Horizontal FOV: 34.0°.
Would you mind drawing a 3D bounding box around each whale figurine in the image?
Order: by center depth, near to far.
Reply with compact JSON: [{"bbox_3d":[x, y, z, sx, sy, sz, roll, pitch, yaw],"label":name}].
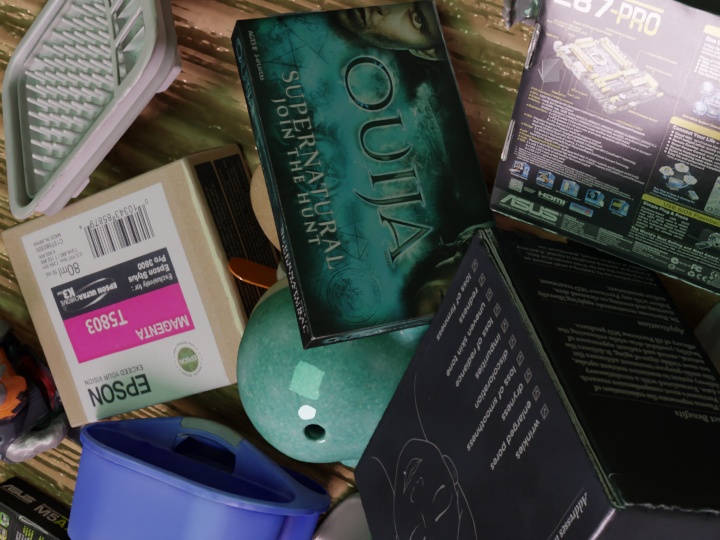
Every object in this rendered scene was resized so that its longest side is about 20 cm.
[{"bbox_3d":[0.015,0.082,0.757,0.198,0.104,0.160,23,127,-3],"label":"whale figurine"}]

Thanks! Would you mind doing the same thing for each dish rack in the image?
[{"bbox_3d":[-0.193,-0.145,0.849,0.200,0.043,0.173,-42,48,31],"label":"dish rack"}]

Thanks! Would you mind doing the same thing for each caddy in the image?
[{"bbox_3d":[-0.118,0.162,0.865,0.198,0.141,0.107,16,93,24],"label":"caddy"}]

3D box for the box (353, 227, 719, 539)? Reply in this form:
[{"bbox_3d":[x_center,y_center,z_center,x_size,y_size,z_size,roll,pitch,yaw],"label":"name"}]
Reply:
[{"bbox_3d":[0.102,0.122,0.635,0.198,0.122,0.202,-107,35,-49],"label":"box"}]

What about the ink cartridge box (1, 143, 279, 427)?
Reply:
[{"bbox_3d":[-0.158,0.015,0.889,0.198,0.075,0.167,-18,94,31],"label":"ink cartridge box"}]

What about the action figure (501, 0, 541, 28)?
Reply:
[{"bbox_3d":[0.158,-0.196,0.643,0.132,0.150,0.202,13,136,9],"label":"action figure"}]

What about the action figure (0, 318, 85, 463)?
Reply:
[{"bbox_3d":[-0.313,0.084,0.959,0.199,0.104,0.195,39,155,27],"label":"action figure"}]

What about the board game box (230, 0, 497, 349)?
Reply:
[{"bbox_3d":[0.007,-0.064,0.717,0.028,0.133,0.203,133,124,-67],"label":"board game box"}]

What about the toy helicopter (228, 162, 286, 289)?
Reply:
[{"bbox_3d":[0.000,0.000,0.800,0.132,0.079,0.200,-38,96,25],"label":"toy helicopter"}]

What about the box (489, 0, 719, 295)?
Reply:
[{"bbox_3d":[0.176,-0.068,0.605,0.198,0.049,0.162,21,137,13],"label":"box"}]

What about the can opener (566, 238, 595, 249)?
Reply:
[{"bbox_3d":[0.200,-0.054,0.670,0.199,0.067,0.053,-39,93,32],"label":"can opener"}]

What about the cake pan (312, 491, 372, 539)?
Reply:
[{"bbox_3d":[-0.027,0.255,0.825,0.036,0.201,0.201,28,119,-11],"label":"cake pan"}]

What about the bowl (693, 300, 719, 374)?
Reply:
[{"bbox_3d":[0.265,0.101,0.667,0.199,0.090,0.204,8,107,28],"label":"bowl"}]

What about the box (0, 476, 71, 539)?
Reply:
[{"bbox_3d":[-0.266,0.315,1.051,0.191,0.047,0.203,22,113,20],"label":"box"}]
